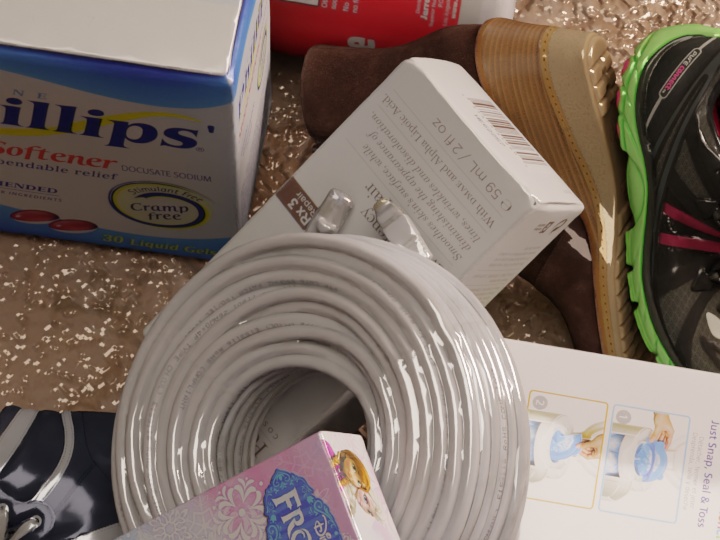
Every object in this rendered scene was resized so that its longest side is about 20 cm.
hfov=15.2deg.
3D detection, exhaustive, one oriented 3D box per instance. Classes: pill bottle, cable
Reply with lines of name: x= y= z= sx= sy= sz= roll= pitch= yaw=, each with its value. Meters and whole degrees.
pill bottle: x=-0.016 y=-0.166 z=1.418 sx=0.200 sy=0.112 sz=0.112 roll=10 pitch=66 yaw=3
cable: x=-0.019 y=0.081 z=1.221 sx=0.200 sy=0.069 sz=0.200 roll=-49 pitch=63 yaw=12

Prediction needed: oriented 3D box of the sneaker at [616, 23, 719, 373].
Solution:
sneaker: x=0.178 y=-0.021 z=1.320 sx=0.077 sy=0.084 sz=0.200 roll=-24 pitch=107 yaw=-48

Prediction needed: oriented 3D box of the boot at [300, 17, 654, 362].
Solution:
boot: x=0.063 y=-0.030 z=1.379 sx=0.166 sy=0.200 sz=0.072 roll=-3 pitch=19 yaw=29

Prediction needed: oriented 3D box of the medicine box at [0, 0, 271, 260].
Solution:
medicine box: x=-0.141 y=-0.100 z=1.337 sx=0.182 sy=0.200 sz=0.103 roll=8 pitch=66 yaw=2

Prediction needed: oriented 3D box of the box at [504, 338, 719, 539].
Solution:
box: x=0.124 y=0.107 z=1.296 sx=0.200 sy=0.113 sz=0.101 roll=9 pitch=68 yaw=5

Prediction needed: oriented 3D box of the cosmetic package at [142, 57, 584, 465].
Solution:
cosmetic package: x=0.000 y=0.000 z=1.310 sx=0.200 sy=0.074 sz=0.102 roll=-46 pitch=73 yaw=17

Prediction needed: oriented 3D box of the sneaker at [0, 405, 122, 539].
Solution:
sneaker: x=-0.153 y=0.154 z=1.292 sx=0.108 sy=0.070 sz=0.200 roll=11 pitch=59 yaw=-2

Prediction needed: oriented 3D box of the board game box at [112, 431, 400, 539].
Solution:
board game box: x=-0.054 y=0.200 z=1.161 sx=0.199 sy=0.041 sz=0.200 roll=-29 pitch=71 yaw=22
